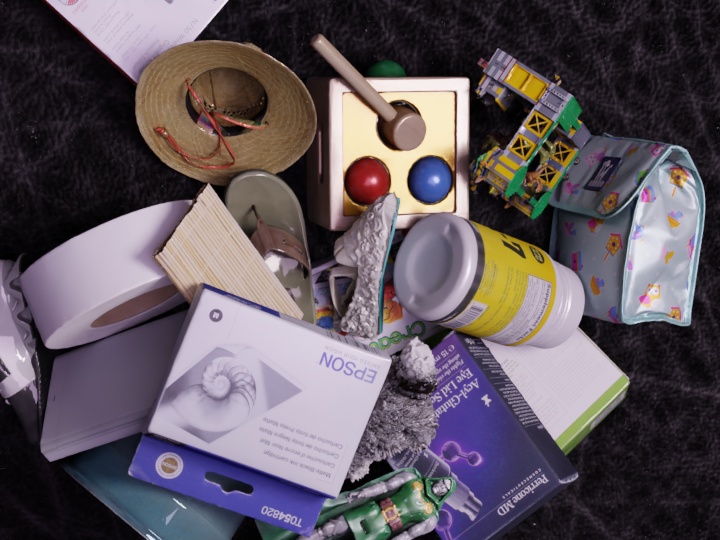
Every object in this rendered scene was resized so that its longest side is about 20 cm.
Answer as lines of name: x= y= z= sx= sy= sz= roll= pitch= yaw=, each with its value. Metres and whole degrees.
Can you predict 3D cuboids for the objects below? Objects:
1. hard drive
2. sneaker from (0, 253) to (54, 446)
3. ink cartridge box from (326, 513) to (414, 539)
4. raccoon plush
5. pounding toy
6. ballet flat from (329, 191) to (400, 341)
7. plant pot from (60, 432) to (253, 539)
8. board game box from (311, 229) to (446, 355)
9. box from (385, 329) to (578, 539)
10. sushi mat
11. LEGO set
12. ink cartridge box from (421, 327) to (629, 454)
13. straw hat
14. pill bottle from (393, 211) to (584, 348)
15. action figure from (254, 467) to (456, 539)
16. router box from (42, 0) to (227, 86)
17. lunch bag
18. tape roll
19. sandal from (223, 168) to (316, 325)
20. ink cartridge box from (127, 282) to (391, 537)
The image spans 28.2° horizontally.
hard drive: x=-0.224 y=0.109 z=1.446 sx=0.198 sy=0.133 sz=0.026 roll=-20 pitch=131 yaw=14
sneaker: x=-0.367 y=0.087 z=1.477 sx=0.087 sy=0.074 sz=0.202 roll=-9 pitch=101 yaw=2
ink cartridge box: x=-0.010 y=0.335 z=1.554 sx=0.124 sy=0.200 sz=0.129 roll=31 pitch=88 yaw=0
raccoon plush: x=-0.002 y=0.138 z=1.435 sx=0.133 sy=0.097 sz=0.201 roll=-28 pitch=146 yaw=-17
pounding toy: x=0.021 y=-0.146 z=1.512 sx=0.182 sy=0.142 sz=0.203 roll=-3 pitch=99 yaw=-16
ballet flat: x=0.000 y=0.000 z=1.488 sx=0.071 sy=0.072 sz=0.201 roll=-8 pitch=138 yaw=-15
plant pot: x=-0.173 y=0.188 z=1.487 sx=0.200 sy=0.200 sz=0.197 roll=42 pitch=77 yaw=-17
board game box: x=-0.012 y=0.044 z=1.585 sx=0.198 sy=0.035 sz=0.127 roll=-25 pitch=104 yaw=-11
box: x=0.115 y=0.187 z=1.547 sx=0.148 sy=0.104 sz=0.201 roll=-40 pitch=75 yaw=13
sushi mat: x=-0.124 y=0.017 z=1.388 sx=0.096 sy=0.012 sz=0.201 roll=-60 pitch=135 yaw=-29
LEGO set: x=0.161 y=-0.149 z=1.542 sx=0.115 sy=0.200 sz=0.155 roll=36 pitch=101 yaw=20
ink cartridge box: x=0.187 y=0.113 z=1.641 sx=0.148 sy=0.076 sz=0.200 roll=-42 pitch=73 yaw=-6
straw hat: x=-0.136 y=-0.187 z=1.479 sx=0.200 sy=0.201 sz=0.086 roll=25 pitch=46 yaw=-18
pill bottle: x=0.141 y=0.017 z=1.526 sx=0.199 sy=0.114 sz=0.115 roll=19 pitch=93 yaw=-41
action figure: x=0.008 y=0.255 z=1.435 sx=0.198 sy=0.055 sz=0.119 roll=-26 pitch=81 yaw=-13
router box: x=-0.222 y=-0.316 z=1.465 sx=0.179 sy=0.049 sz=0.200 roll=41 pitch=86 yaw=-17
lunch bag: x=0.291 y=-0.049 z=1.591 sx=0.121 sy=0.170 sz=0.203 roll=0 pitch=98 yaw=-24
tape roll: x=-0.233 y=0.004 z=1.424 sx=0.201 sy=0.203 sz=0.071 roll=-24 pitch=82 yaw=-12
sandal: x=-0.085 y=-0.011 z=1.509 sx=0.079 sy=0.057 sz=0.203 roll=-18 pitch=103 yaw=-7
ink cartridge box: x=-0.096 y=0.139 z=1.353 sx=0.198 sy=0.041 sz=0.202 roll=20 pitch=97 yaw=-13
